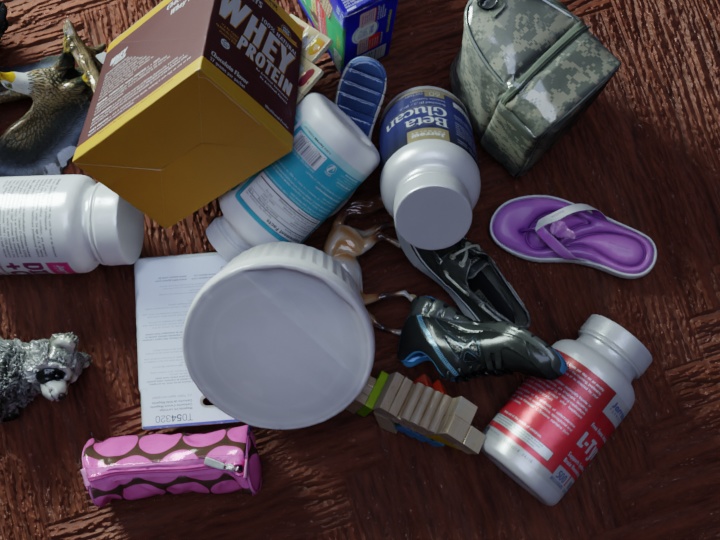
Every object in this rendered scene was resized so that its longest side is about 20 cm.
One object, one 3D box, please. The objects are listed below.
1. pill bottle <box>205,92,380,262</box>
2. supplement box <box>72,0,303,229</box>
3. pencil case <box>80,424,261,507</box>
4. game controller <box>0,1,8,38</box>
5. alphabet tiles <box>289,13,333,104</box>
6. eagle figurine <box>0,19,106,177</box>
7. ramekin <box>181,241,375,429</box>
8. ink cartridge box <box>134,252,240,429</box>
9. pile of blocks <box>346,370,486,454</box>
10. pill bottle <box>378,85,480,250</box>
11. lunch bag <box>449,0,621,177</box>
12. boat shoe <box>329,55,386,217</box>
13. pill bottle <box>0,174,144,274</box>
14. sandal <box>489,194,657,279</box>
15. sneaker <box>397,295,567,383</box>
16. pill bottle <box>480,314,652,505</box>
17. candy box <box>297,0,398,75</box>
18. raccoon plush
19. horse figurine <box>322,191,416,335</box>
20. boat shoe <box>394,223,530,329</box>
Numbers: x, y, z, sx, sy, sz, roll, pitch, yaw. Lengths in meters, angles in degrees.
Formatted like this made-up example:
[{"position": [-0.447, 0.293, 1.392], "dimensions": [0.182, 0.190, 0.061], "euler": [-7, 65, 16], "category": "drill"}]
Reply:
[{"position": [-0.081, -0.092, 1.046], "dimensions": [0.200, 0.111, 0.111], "euler": [-44, 82, 13], "category": "pill bottle"}, {"position": [-0.180, -0.193, 1.022], "dimensions": [0.197, 0.133, 0.201], "euler": [-27, 43, 30], "category": "supplement box"}, {"position": [-0.212, 0.219, 1.053], "dimensions": [0.199, 0.094, 0.091], "euler": [-7, 98, 1], "category": "pencil case"}, {"position": [-0.482, -0.237, 1.105], "dimensions": [0.104, 0.042, 0.201], "euler": [-14, 44, 35], "category": "game controller"}, {"position": [-0.112, -0.219, 1.090], "dimensions": [0.167, 0.200, 0.006], "euler": [-48, 126, 4], "category": "alphabet tiles"}, {"position": [-0.385, -0.205, 1.125], "dimensions": [0.200, 0.151, 0.152], "euler": [-32, 36, 27], "category": "eagle figurine"}, {"position": [-0.082, 0.062, 1.005], "dimensions": [0.201, 0.094, 0.204], "euler": [2, 116, 3], "category": "ramekin"}, {"position": [-0.162, 0.078, 1.104], "dimensions": [0.195, 0.043, 0.201], "euler": [-4, 82, -2], "category": "ink cartridge box"}, {"position": [0.054, 0.148, 1.071], "dimensions": [0.199, 0.082, 0.062], "euler": [20, 66, 19], "category": "pile of blocks"}, {"position": [0.076, -0.114, 1.047], "dimensions": [0.110, 0.112, 0.201], "euler": [0, 37, 0], "category": "pill bottle"}, {"position": [0.179, -0.224, 1.071], "dimensions": [0.168, 0.200, 0.139], "euler": [44, 83, 6], "category": "lunch bag"}, {"position": [-0.018, -0.156, 1.121], "dimensions": [0.072, 0.072, 0.201], "euler": [24, 104, -5], "category": "boat shoe"}, {"position": [-0.360, -0.053, 1.082], "dimensions": [0.199, 0.113, 0.114], "euler": [-1, 81, 6], "category": "pill bottle"}, {"position": [0.255, -0.046, 1.116], "dimensions": [0.201, 0.050, 0.083], "euler": [12, 81, 3], "category": "sandal"}, {"position": [0.132, 0.094, 1.040], "dimensions": [0.199, 0.073, 0.082], "euler": [16, 73, 36], "category": "sneaker"}, {"position": [0.232, 0.152, 1.052], "dimensions": [0.112, 0.112, 0.200], "euler": [39, 83, 6], "category": "pill bottle"}, {"position": [-0.037, -0.357, 1.110], "dimensions": [0.077, 0.169, 0.201], "euler": [-27, 81, -8], "category": "candy box"}, {"position": [-0.408, 0.081, 1.084], "dimensions": [0.134, 0.097, 0.200], "euler": [-37, 82, -13], "category": "raccoon plush"}, {"position": [0.000, 0.000, 1.112], "dimensions": [0.132, 0.050, 0.201], "euler": [1, 83, -5], "category": "horse figurine"}, {"position": [0.122, -0.006, 1.088], "dimensions": [0.200, 0.064, 0.071], "euler": [48, 61, -2], "category": "boat shoe"}]
